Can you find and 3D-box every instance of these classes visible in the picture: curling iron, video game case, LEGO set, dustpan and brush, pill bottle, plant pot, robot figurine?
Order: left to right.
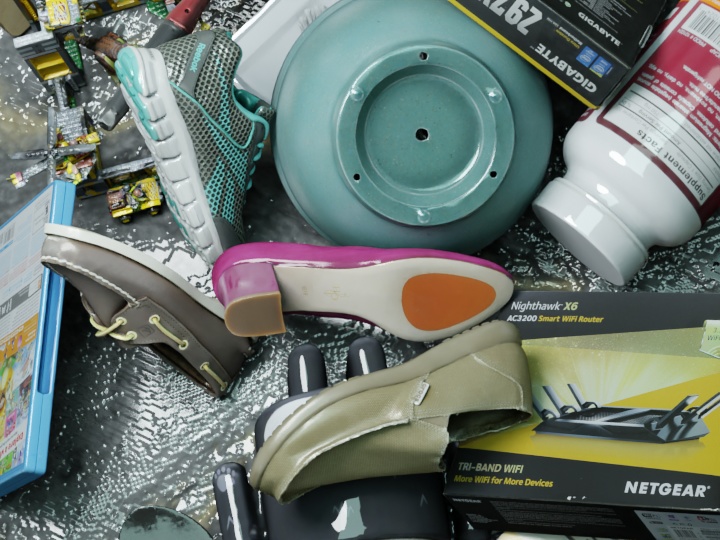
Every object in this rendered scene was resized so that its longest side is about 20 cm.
[{"bbox_3d":[-0.233,0.051,1.742,0.018,0.143,0.201,11,73,-22],"label":"video game case"},{"bbox_3d":[-0.177,-0.146,1.795,0.153,0.116,0.201,-7,73,6],"label":"LEGO set"},{"bbox_3d":[-0.119,-0.170,1.767,0.049,0.026,0.200,26,60,30],"label":"curling iron"},{"bbox_3d":[-0.006,0.150,1.685,0.150,0.125,0.201,-20,69,33],"label":"robot figurine"},{"bbox_3d":[0.013,-0.122,1.787,0.140,0.057,0.200,-43,103,10],"label":"dustpan and brush"},{"bbox_3d":[0.039,-0.094,1.704,0.199,0.134,0.201,0,97,-3],"label":"plant pot"},{"bbox_3d":[0.212,-0.092,1.726,0.113,0.113,0.200,40,83,17],"label":"pill bottle"}]

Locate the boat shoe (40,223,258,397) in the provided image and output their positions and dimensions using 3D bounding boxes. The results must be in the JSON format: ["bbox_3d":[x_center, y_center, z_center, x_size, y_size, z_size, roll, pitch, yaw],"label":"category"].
[{"bbox_3d":[-0.146,0.027,1.709,0.072,0.200,0.060,15,78,42],"label":"boat shoe"}]

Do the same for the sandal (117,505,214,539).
[{"bbox_3d":[-0.120,0.252,1.710,0.075,0.045,0.201,-14,73,4],"label":"sandal"}]

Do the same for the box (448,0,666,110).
[{"bbox_3d":[0.115,-0.219,1.716,0.200,0.049,0.160,36,39,-5],"label":"box"}]

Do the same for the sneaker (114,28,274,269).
[{"bbox_3d":[-0.096,-0.080,1.735,0.091,0.201,0.078,-26,42,-10],"label":"sneaker"}]

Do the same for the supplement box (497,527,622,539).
[{"bbox_3d":[0.182,0.177,1.673,0.126,0.074,0.200,41,84,18],"label":"supplement box"}]

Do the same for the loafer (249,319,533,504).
[{"bbox_3d":[0.025,0.099,1.596,0.199,0.076,0.068,-27,69,-11],"label":"loafer"}]

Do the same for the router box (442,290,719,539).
[{"bbox_3d":[0.168,0.092,1.627,0.199,0.052,0.158,0,57,32],"label":"router box"}]

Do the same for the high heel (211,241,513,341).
[{"bbox_3d":[0.000,0.000,1.702,0.199,0.096,0.068,-1,118,-7],"label":"high heel"}]

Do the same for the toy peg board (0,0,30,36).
[{"bbox_3d":[-0.248,-0.311,1.823,0.200,0.199,0.098,-46,57,-6],"label":"toy peg board"}]
